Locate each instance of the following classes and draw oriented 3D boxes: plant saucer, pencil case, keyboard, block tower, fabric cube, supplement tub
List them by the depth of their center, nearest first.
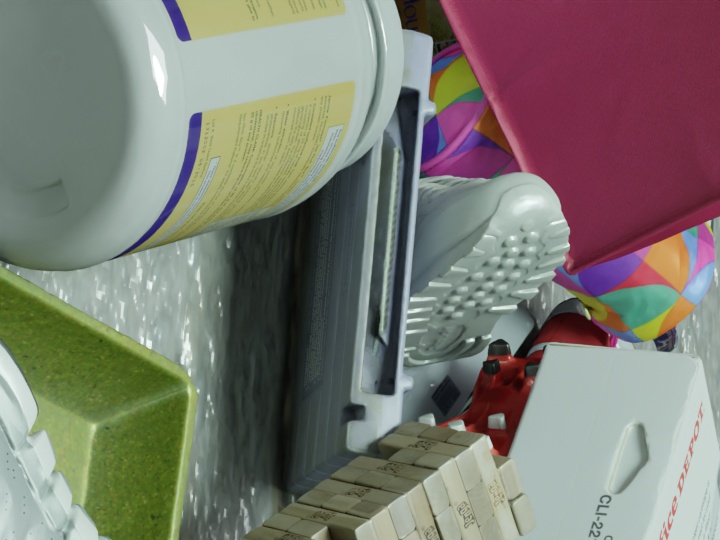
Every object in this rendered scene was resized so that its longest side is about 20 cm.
[{"bbox_3d":[-0.155,0.105,1.037,0.200,0.048,0.201,33,55,-46],"label":"plant saucer"},{"bbox_3d":[-0.018,0.133,1.085,0.200,0.058,0.054,-34,114,-33],"label":"block tower"},{"bbox_3d":[-0.084,-0.085,1.103,0.200,0.145,0.146,-17,96,-56],"label":"supplement tub"},{"bbox_3d":[0.182,-0.140,1.282,0.199,0.196,0.201,-20,84,-49],"label":"fabric cube"},{"bbox_3d":[0.103,-0.035,1.357,0.200,0.088,0.089,39,51,-31],"label":"pencil case"},{"bbox_3d":[0.039,0.060,1.357,0.056,0.011,0.200,59,39,-17],"label":"keyboard"}]

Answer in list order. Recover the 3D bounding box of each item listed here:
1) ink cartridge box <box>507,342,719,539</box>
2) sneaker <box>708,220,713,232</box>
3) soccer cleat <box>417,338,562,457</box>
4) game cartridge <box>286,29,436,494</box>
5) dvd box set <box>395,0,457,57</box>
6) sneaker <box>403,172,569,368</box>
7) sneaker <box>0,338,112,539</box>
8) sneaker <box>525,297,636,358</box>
[{"bbox_3d":[0.128,0.154,1.274,0.201,0.083,0.145,73,30,-44],"label":"ink cartridge box"},{"bbox_3d":[0.157,-0.081,1.474,0.108,0.067,0.203,-70,148,-71],"label":"sneaker"},{"bbox_3d":[0.058,0.104,1.284,0.200,0.068,0.086,-40,127,-57],"label":"soccer cleat"},{"bbox_3d":[0.000,0.000,1.224,0.038,0.130,0.201,7,75,-9],"label":"game cartridge"},{"bbox_3d":[0.067,-0.133,1.434,0.146,0.029,0.201,-4,85,-55],"label":"dvd box set"},{"bbox_3d":[0.041,-0.014,1.249,0.076,0.200,0.081,-5,73,-20],"label":"sneaker"},{"bbox_3d":[-0.145,0.125,0.952,0.115,0.075,0.201,-42,105,-46],"label":"sneaker"},{"bbox_3d":[0.137,0.126,1.434,0.201,0.071,0.112,63,33,-11],"label":"sneaker"}]
